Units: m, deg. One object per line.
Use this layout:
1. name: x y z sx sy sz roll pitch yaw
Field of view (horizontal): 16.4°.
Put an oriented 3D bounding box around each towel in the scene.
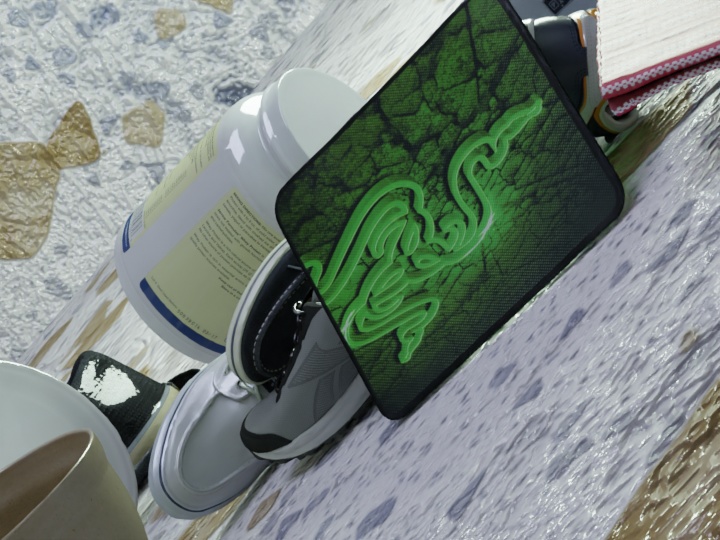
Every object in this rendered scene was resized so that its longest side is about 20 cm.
1. towel: 0.189 -0.138 1.269 0.144 0.023 0.200 -21 18 13

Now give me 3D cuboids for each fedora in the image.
1. fedora: -0.213 0.126 1.993 0.201 0.091 0.201 -48 9 11

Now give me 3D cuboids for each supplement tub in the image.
1. supplement tub: -0.073 -0.040 1.845 0.200 0.145 0.145 -43 11 31

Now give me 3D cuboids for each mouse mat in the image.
1. mouse mat: 0.043 -0.037 1.361 0.007 0.162 0.200 5 -42 -50

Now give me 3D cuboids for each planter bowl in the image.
1. planter bowl: -0.192 0.205 1.412 0.200 0.135 0.200 -35 10 7

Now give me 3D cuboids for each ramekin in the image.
1. ramekin: -0.270 0.171 1.808 0.094 0.202 0.203 -56 2 46

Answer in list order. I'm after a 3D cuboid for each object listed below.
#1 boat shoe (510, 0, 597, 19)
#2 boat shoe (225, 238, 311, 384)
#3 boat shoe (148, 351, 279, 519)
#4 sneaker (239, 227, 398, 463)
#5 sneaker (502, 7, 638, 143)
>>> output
1. boat shoe: 0.136 -0.193 1.751 0.199 0.074 0.065 -32 12 31
2. boat shoe: 0.000 0.000 1.529 0.200 0.075 0.062 -39 45 -17
3. boat shoe: -0.060 0.070 1.573 0.200 0.073 0.067 -53 9 -24
4. sneaker: -0.013 0.041 1.464 0.200 0.079 0.074 -44 12 37
5. sneaker: 0.124 -0.108 1.439 0.079 0.079 0.200 -4 2 5
